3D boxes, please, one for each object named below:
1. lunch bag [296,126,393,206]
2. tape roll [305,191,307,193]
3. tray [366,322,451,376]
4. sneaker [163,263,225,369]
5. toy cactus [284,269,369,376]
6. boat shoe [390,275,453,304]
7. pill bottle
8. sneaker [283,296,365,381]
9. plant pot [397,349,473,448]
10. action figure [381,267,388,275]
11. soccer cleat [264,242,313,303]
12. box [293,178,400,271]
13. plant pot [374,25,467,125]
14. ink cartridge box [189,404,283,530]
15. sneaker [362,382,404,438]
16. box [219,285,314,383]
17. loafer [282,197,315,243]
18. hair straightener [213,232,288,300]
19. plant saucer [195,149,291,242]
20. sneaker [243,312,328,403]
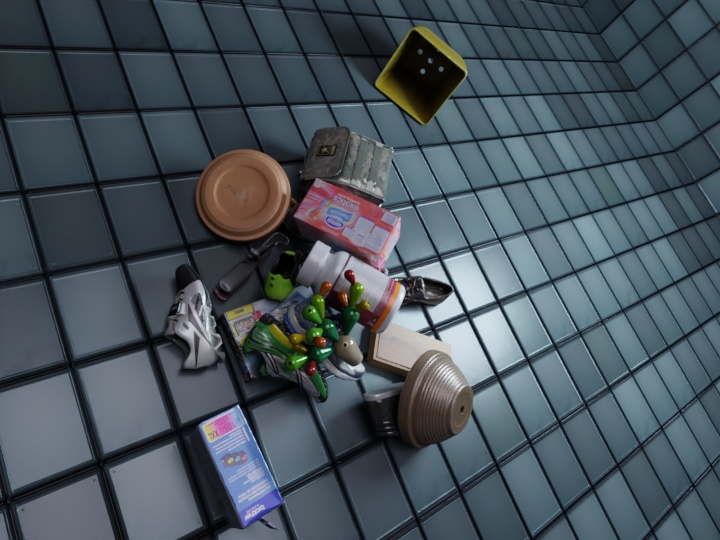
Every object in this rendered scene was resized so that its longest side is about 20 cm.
[{"bbox_3d":[-0.037,-0.236,1.185,0.198,0.118,0.165,20,57,-12],"label":"lunch bag"},{"bbox_3d":[-0.039,-0.199,1.258,0.201,0.037,0.205,14,60,-24],"label":"tape roll"},{"bbox_3d":[0.114,0.188,1.147,0.198,0.037,0.100,21,57,-18],"label":"tray"},{"bbox_3d":[-0.318,0.083,0.928,0.088,0.074,0.202,-12,72,-36],"label":"sneaker"},{"bbox_3d":[-0.042,0.114,0.909,0.201,0.102,0.165,-56,129,-22],"label":"toy cactus"},{"bbox_3d":[0.132,0.043,1.214,0.198,0.065,0.073,8,64,-26],"label":"boat shoe"},{"bbox_3d":[-0.021,0.031,1.001,0.199,0.110,0.110,30,54,-4],"label":"pill bottle"},{"bbox_3d":[-0.054,0.132,0.984,0.200,0.085,0.077,45,13,-15],"label":"sneaker"},{"bbox_3d":[0.166,0.270,1.034,0.200,0.092,0.203,-16,111,-49],"label":"plant pot"},{"bbox_3d":[0.000,0.000,1.130,0.102,0.119,0.201,37,65,-6],"label":"action figure"},{"bbox_3d":[-0.138,-0.015,1.054,0.067,0.082,0.201,17,36,8],"label":"soccer cleat"},{"bbox_3d":[-0.025,-0.091,1.054,0.198,0.095,0.103,25,73,12],"label":"box"},{"bbox_3d":[0.192,-0.596,1.508,0.199,0.200,0.177,36,42,-9],"label":"plant pot"},{"bbox_3d":[-0.199,0.335,0.827,0.076,0.136,0.202,-20,77,-30],"label":"ink cartridge box"},{"bbox_3d":[0.087,0.292,1.066,0.199,0.070,0.100,-2,84,-42],"label":"sneaker"},{"bbox_3d":[-0.163,0.120,1.021,0.199,0.038,0.138,-19,77,-36],"label":"box"},{"bbox_3d":[-0.143,-0.126,1.126,0.199,0.073,0.073,28,27,-17],"label":"loafer"},{"bbox_3d":[-0.212,-0.019,1.040,0.041,0.077,0.200,47,52,2],"label":"hair straightener"},{"bbox_3d":[-0.246,-0.160,1.065,0.198,0.032,0.203,0,78,-2],"label":"plant saucer"},{"bbox_3d":[-0.135,0.176,0.952,0.085,0.078,0.200,-43,99,-4],"label":"sneaker"}]
